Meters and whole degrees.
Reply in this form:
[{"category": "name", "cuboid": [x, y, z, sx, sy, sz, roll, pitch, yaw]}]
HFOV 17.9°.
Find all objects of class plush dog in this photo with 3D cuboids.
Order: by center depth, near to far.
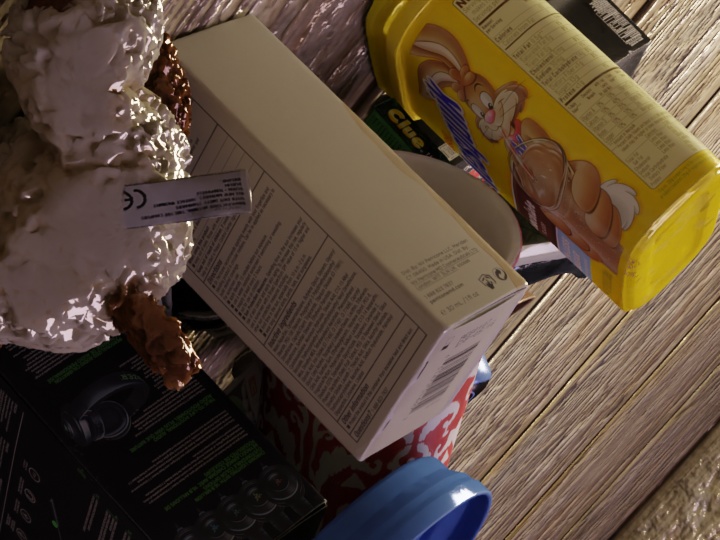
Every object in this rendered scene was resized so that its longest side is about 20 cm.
[{"category": "plush dog", "cuboid": [-0.125, -0.024, 0.997, 0.200, 0.160, 0.172, -46, -173, 4]}]

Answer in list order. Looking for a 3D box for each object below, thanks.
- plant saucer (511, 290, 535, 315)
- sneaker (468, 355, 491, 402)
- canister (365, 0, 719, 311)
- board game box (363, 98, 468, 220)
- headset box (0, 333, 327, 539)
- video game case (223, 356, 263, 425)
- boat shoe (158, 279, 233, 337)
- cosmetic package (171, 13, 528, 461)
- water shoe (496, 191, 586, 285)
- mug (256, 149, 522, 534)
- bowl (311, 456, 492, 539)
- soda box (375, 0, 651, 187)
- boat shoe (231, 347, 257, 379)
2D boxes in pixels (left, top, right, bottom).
[{"category": "plant saucer", "cuboid": [0.023, 0.054, 1.531, 0.200, 0.037, 0.200, -29, 174, -3]}, {"category": "sneaker", "cuboid": [0.009, 0.124, 1.490, 0.200, 0.078, 0.070, -31, 175, 14]}, {"category": "canister", "cuboid": [0.103, -0.081, 1.261, 0.087, 0.200, 0.149, -43, 163, -9]}, {"category": "board game box", "cuboid": [0.000, 0.000, 1.343, 0.023, 0.105, 0.200, -27, 163, -45]}, {"category": "headset box", "cuboid": [-0.121, 0.127, 1.229, 0.093, 0.200, 0.174, -34, 160, -31]}, {"category": "video game case", "cuboid": [-0.072, 0.169, 1.429, 0.023, 0.182, 0.200, -4, 161, -24]}, {"category": "boat shoe", "cuboid": [-0.092, 0.007, 1.248, 0.071, 0.064, 0.200, -45, 164, -1]}, {"category": "cosmetic package", "cuboid": [-0.027, -0.018, 1.107, 0.073, 0.200, 0.104, -26, 156, -46]}, {"category": "water shoe", "cuboid": [0.063, -0.007, 1.437, 0.200, 0.072, 0.079, -7, 148, -5]}, {"category": "mug", "cuboid": [0.005, 0.039, 1.280, 0.178, 0.133, 0.200, -94, -169, -53]}, {"category": "bowl", "cuboid": [-0.012, 0.179, 1.194, 0.201, 0.039, 0.201, -44, 164, -16]}, {"category": "soda box", "cuboid": [0.088, -0.103, 1.415, 0.200, 0.063, 0.071, -33, 160, -34]}, {"category": "boat shoe", "cuboid": [-0.016, 0.019, 1.498, 0.200, 0.057, 0.067, -26, 173, -38]}]
